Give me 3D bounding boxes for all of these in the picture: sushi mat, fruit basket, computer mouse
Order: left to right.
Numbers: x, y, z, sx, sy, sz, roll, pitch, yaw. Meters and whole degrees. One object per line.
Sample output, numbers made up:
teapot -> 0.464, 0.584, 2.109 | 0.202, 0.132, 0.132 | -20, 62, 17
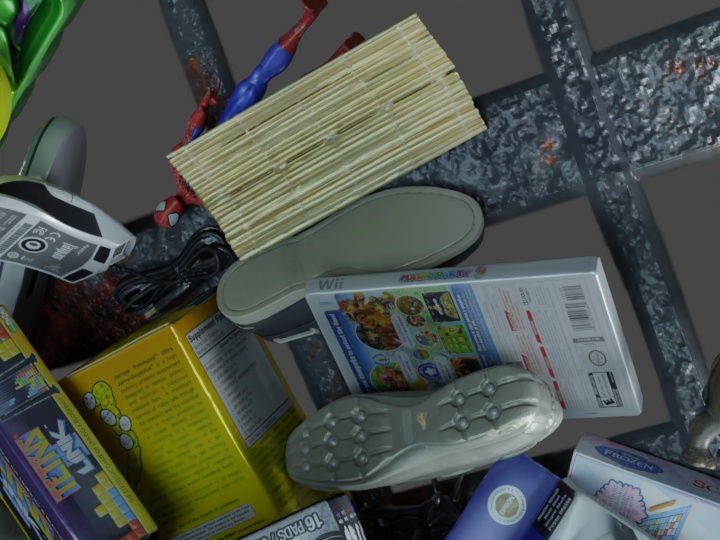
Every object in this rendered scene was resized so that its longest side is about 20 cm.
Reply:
fruit basket -> -0.290, -0.134, 1.194 | 0.155, 0.216, 0.216 | 38, 114, 5
computer mouse -> -0.194, -0.026, 1.218 | 0.199, 0.044, 0.109 | 23, 141, -34
sushi mat -> -0.022, -0.087, 1.179 | 0.199, 0.012, 0.096 | -28, 111, 12

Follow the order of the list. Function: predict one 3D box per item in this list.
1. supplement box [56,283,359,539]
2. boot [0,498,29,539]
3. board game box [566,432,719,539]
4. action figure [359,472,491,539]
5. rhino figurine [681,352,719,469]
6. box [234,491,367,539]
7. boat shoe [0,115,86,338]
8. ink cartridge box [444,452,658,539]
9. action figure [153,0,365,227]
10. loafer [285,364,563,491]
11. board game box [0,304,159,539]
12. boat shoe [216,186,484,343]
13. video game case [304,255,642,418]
supplement box -> -0.106, 0.128, 1.254 | 0.109, 0.109, 0.201 | -27, 95, 24
boot -> -0.302, 0.177, 1.366 | 0.199, 0.068, 0.132 | -16, 94, 22
board game box -> 0.217, 0.236, 1.206 | 0.198, 0.041, 0.201 | 19, 111, 13
action figure -> 0.047, 0.236, 1.239 | 0.118, 0.102, 0.202 | 12, 84, 25
rhino figurine -> 0.311, 0.100, 1.122 | 0.198, 0.060, 0.088 | 12, 99, 13
box -> -0.081, 0.235, 1.120 | 0.199, 0.132, 0.115 | -26, 84, 3
boat shoe -> -0.258, -0.030, 1.287 | 0.069, 0.071, 0.201 | 27, 118, 9
ink cartridge box -> 0.127, 0.249, 1.157 | 0.199, 0.041, 0.200 | 32, 90, 8
action figure -> -0.081, -0.100, 1.213 | 0.065, 0.052, 0.200 | 42, 117, -2
loafer -> 0.041, 0.114, 1.188 | 0.199, 0.070, 0.070 | -14, 63, 28
board game box -> -0.220, 0.147, 1.252 | 0.200, 0.057, 0.166 | 51, 158, 19
boat shoe -> 0.000, 0.000, 1.218 | 0.199, 0.073, 0.063 | -19, 142, 18
video game case -> 0.077, 0.051, 1.177 | 0.198, 0.018, 0.144 | -5, 136, 21
